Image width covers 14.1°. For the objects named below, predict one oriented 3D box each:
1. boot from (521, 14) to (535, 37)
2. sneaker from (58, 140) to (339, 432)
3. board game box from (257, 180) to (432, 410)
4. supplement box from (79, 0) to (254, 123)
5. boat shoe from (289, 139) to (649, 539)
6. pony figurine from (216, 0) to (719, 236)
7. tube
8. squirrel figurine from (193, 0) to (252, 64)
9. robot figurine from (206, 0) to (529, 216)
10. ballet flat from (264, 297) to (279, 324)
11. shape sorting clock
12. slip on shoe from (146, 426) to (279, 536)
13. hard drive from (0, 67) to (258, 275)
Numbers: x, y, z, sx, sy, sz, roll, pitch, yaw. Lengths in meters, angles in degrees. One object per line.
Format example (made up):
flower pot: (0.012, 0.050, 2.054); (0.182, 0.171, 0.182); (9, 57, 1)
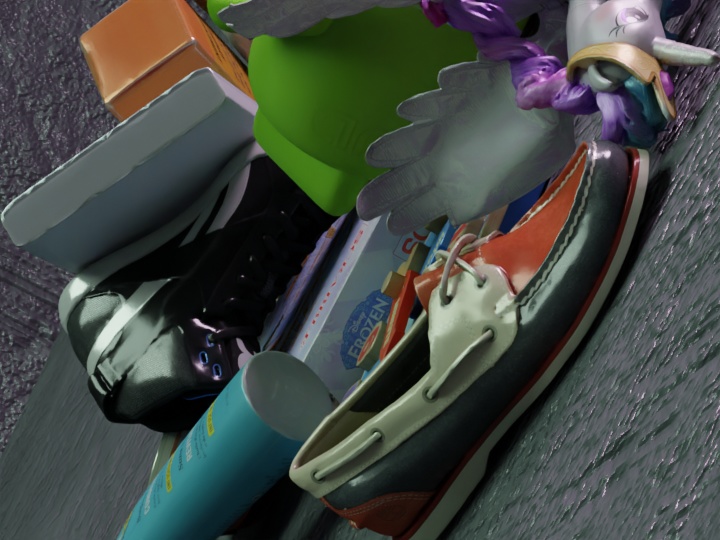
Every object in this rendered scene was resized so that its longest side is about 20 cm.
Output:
boot: (0.089, -0.206, 1.497); (0.158, 0.079, 0.211); (-59, -4, -25)
sneaker: (-0.054, 0.012, 1.493); (0.199, 0.073, 0.112); (-36, 55, 12)
board game box: (0.000, 0.000, 1.536); (0.201, 0.041, 0.200); (-62, 8, 2)
supplement box: (-0.073, -0.074, 1.646); (0.069, 0.200, 0.067); (-34, 45, 8)
boat shoe: (0.044, 0.025, 1.146); (0.201, 0.062, 0.071); (-57, 9, 27)
pony figurine: (0.060, -0.121, 1.197); (0.192, 0.167, 0.201); (-16, 51, 27)
tube: (-0.085, 0.115, 1.426); (0.200, 0.050, 0.078); (-48, 9, 38)
squirrel figurine: (0.007, -0.183, 1.677); (0.186, 0.142, 0.200); (-41, 0, 5)
robot figurine: (0.018, -0.124, 1.357); (0.175, 0.116, 0.201); (-16, -38, -40)
ballet flat: (-0.073, 0.045, 1.700); (0.070, 0.069, 0.200); (-60, -14, 17)
shape sorting clock: (0.029, 0.013, 1.339); (0.201, 0.039, 0.200); (-60, 9, 16)
slip on shoe: (-0.075, 0.115, 1.586); (0.200, 0.061, 0.075); (58, -132, -85)
hard drive: (-0.096, -0.039, 1.539); (0.132, 0.027, 0.200); (-35, -17, 8)
